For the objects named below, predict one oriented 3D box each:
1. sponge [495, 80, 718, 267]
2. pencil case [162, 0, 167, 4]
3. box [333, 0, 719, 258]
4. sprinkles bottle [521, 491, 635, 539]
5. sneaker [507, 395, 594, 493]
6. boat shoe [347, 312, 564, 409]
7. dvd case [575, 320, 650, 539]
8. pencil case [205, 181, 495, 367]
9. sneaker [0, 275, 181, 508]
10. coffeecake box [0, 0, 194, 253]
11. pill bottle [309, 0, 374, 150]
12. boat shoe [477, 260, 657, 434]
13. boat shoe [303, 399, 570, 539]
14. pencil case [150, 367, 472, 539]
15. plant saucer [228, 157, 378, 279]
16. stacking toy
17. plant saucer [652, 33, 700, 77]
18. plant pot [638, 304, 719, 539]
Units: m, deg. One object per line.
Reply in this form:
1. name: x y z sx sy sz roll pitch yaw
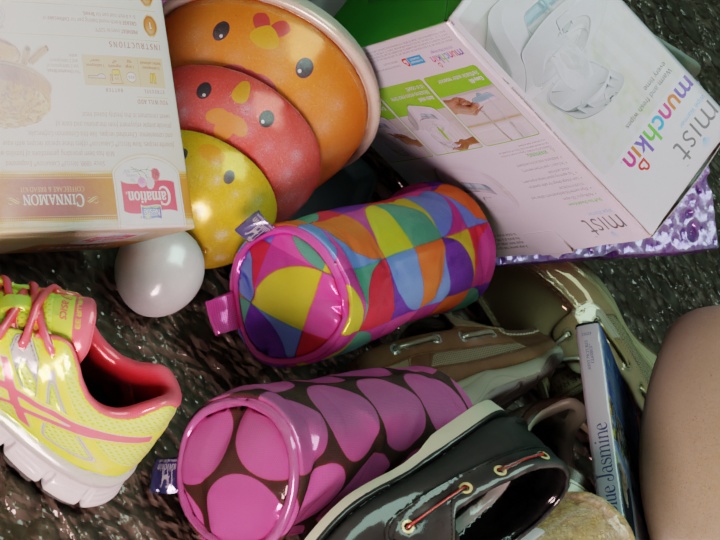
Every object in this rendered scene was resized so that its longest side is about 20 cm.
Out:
1. sponge: 0.133 -0.061 1.716 0.199 0.030 0.112 -4 88 -28
2. pencil case: -0.164 -0.185 1.542 0.200 0.090 0.094 2 87 -56
3. box: 0.085 -0.100 1.566 0.176 0.200 0.097 44 70 -17
4. sprinkles bottle: 0.071 0.187 1.444 0.200 0.068 0.068 -29 83 -46
5. sneaker: 0.099 0.149 1.572 0.070 0.075 0.201 36 32 -28
6. boat shoe: 0.058 0.056 1.620 0.072 0.076 0.200 56 27 9
7. dvd case: 0.160 0.149 1.623 0.143 0.017 0.201 61 20 -59
8. pencil case: 0.000 0.000 1.521 0.089 0.088 0.200 59 30 10
9. sneaker: -0.169 0.029 1.290 0.200 0.090 0.078 35 35 -28
10. coffeecake box: -0.172 -0.112 1.380 0.153 0.073 0.201 -2 82 -53
11. pill bottle: 0.053 -0.115 1.757 0.200 0.114 0.115 37 32 -27
12. boat shoe: 0.139 0.053 1.743 0.200 0.071 0.065 42 34 -17
13. boat shoe: 0.027 0.141 1.375 0.063 0.074 0.201 35 52 27
14. pencil case: -0.016 0.103 1.432 0.200 0.090 0.094 -4 102 -56
15. plant saucer: -0.035 -0.028 1.631 0.070 0.019 0.200 45 30 -16
16. stacking toy: -0.081 -0.050 1.501 0.146 0.146 0.201 41 47 -21
17. plant saucer: 0.113 -0.156 1.672 0.199 0.050 0.200 30 5 -3
18. plant pot: 0.247 0.135 1.619 0.200 0.200 0.135 41 63 -22
